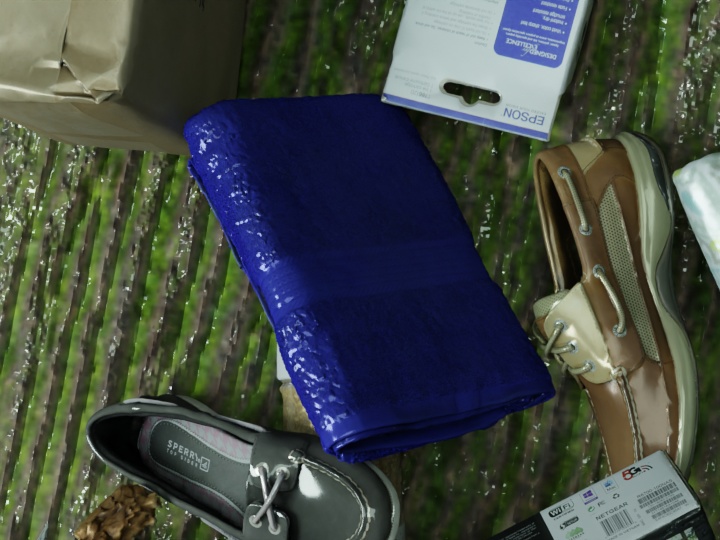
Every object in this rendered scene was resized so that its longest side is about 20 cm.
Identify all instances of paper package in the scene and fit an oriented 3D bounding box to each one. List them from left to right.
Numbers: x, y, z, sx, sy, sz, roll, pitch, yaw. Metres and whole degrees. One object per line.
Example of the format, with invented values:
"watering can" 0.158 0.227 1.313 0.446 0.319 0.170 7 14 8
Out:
"paper package" -0.130 -0.164 0.801 0.103 0.200 0.191 6 86 10

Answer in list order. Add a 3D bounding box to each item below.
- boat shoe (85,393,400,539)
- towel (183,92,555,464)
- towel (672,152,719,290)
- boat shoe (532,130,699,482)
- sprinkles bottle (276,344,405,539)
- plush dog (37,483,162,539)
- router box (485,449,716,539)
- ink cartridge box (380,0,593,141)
"boat shoe" -0.067 0.108 0.791 0.200 0.057 0.067 15 98 44
"towel" 0.000 0.000 0.793 0.050 0.148 0.200 -47 60 43
"towel" 0.283 -0.010 0.782 0.200 0.048 0.171 -22 80 -4
"boat shoe" 0.125 0.026 0.799 0.074 0.076 0.200 -2 75 -12
"sprinkles bottle" -0.009 0.130 0.821 0.068 0.068 0.200 -2 85 9
"plush dog" -0.114 0.224 0.792 0.172 0.200 0.160 49 58 -14
"router box" 0.093 0.196 0.760 0.200 0.051 0.149 -27 121 2
"ink cartridge box" 0.084 -0.174 0.849 0.099 0.039 0.200 16 86 10
